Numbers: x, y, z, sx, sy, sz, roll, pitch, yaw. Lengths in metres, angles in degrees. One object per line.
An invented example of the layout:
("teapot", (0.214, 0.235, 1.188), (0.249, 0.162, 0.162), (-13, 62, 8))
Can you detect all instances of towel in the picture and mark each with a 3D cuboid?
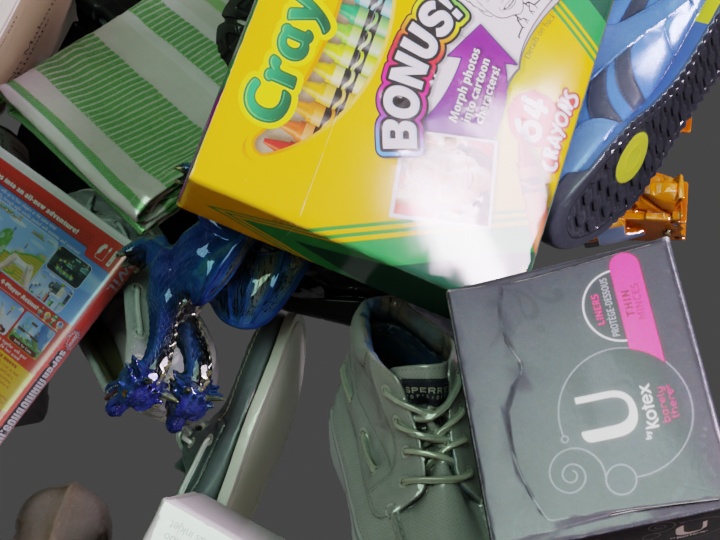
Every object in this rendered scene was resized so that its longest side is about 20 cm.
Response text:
("towel", (-0.104, -0.123, 0.763), (0.200, 0.023, 0.152), (-39, 63, -23))

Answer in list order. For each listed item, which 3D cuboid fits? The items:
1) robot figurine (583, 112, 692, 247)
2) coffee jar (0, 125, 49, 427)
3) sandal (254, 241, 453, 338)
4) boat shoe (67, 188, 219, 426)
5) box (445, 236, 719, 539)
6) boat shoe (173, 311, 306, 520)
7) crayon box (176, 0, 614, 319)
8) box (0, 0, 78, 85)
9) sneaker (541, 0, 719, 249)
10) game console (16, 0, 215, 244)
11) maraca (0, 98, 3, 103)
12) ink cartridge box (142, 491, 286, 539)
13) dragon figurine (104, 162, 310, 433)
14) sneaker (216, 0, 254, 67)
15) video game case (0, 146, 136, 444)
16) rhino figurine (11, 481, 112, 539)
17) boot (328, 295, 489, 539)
("robot figurine", (0.099, -0.074, 0.752), (0.198, 0.058, 0.146), (3, 67, 14))
("coffee jar", (-0.256, 0.010, 0.788), (0.103, 0.085, 0.202), (-15, 65, 9))
("sandal", (0.001, 0.000, 0.730), (0.199, 0.048, 0.075), (18, 29, 10))
("boat shoe", (-0.153, 0.013, 0.752), (0.075, 0.064, 0.202), (-51, 48, 18))
("box", (0.114, 0.088, 0.598), (0.105, 0.200, 0.123), (-13, 65, 8))
("boat shoe", (-0.086, 0.112, 0.711), (0.061, 0.073, 0.202), (16, 77, 16))
("crayon box", (0.023, -0.096, 0.628), (0.171, 0.058, 0.202), (22, 75, -12))
("box", (-0.238, -0.169, 0.785), (0.077, 0.200, 0.096), (29, 94, -7))
("sneaker", (0.141, -0.100, 0.689), (0.078, 0.066, 0.201), (28, 74, 29))
("game console", (-0.111, -0.104, 0.840), (0.175, 0.117, 0.200), (-31, 60, -35))
("maraca", (-0.349, -0.115, 0.851), (0.198, 0.137, 0.108), (0, 111, 6))
("ink cartridge box", (-0.075, 0.234, 0.614), (0.145, 0.084, 0.201), (27, 85, 7))
("dragon figurine", (-0.069, -0.007, 0.658), (0.200, 0.059, 0.099), (-49, 48, 5))
("sneaker", (0.004, -0.082, 0.706), (0.074, 0.079, 0.201), (-35, 90, 26))
("video game case", (-0.236, 0.032, 0.716), (0.142, 0.017, 0.201), (33, 81, 24))
("rhino figurine", (-0.175, 0.196, 0.648), (0.059, 0.088, 0.201), (15, 36, -5))
("boot", (0.027, 0.092, 0.619), (0.073, 0.096, 0.200), (-4, 29, -18))
